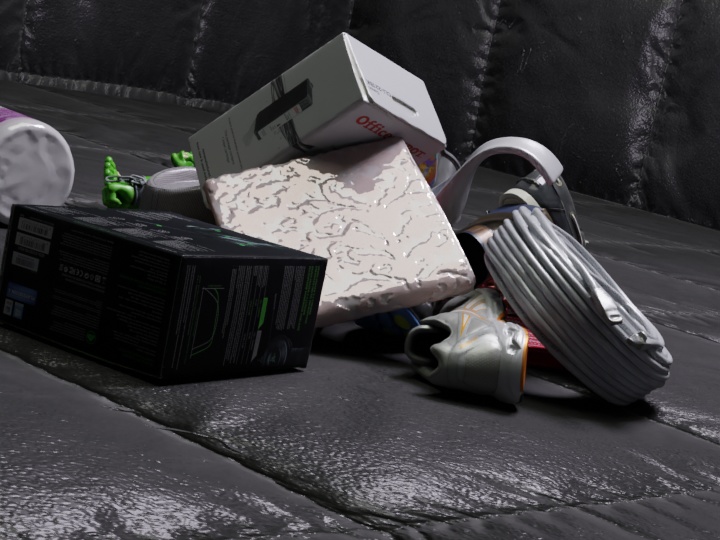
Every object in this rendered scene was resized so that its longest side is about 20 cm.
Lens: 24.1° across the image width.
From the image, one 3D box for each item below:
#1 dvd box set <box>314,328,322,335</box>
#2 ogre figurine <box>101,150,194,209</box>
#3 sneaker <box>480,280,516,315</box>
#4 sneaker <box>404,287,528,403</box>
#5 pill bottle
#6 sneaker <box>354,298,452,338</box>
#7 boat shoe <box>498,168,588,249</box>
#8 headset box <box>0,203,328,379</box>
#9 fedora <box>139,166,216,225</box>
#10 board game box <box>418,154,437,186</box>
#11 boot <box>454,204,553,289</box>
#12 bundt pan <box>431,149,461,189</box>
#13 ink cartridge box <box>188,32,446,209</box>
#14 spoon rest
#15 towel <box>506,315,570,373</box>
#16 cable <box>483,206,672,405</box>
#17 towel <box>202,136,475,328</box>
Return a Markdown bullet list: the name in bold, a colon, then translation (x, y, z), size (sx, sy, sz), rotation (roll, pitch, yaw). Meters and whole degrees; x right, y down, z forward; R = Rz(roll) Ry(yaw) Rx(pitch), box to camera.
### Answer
- **dvd box set**: translation (-0.124, 0.016, 1.529), size (0.198, 0.030, 0.146), rotation (12, 7, 5)
- **ogre figurine**: translation (-0.216, -0.077, 1.843), size (0.119, 0.099, 0.200), rotation (-1, -23, -4)
- **sneaker**: translation (0.162, 0.017, 1.831), size (0.199, 0.078, 0.082), rotation (18, -1, -16)
- **sneaker**: translation (0.078, 0.055, 1.419), size (0.091, 0.076, 0.200), rotation (6, 8, -10)
- **pill bottle**: translation (-0.395, -0.120, 1.788), size (0.112, 0.113, 0.199), rotation (5, 10, -39)
- **sneaker**: translation (0.046, 0.019, 1.573), size (0.070, 0.083, 0.199), rotation (13, 8, 15)
- **boat shoe**: translation (0.215, -0.016, 1.737), size (0.072, 0.201, 0.068), rotation (2, 39, 50)
- **headset box**: translation (-0.147, 0.013, 1.300), size (0.173, 0.094, 0.199), rotation (16, 9, 31)
- **fedora**: translation (-0.151, -0.056, 1.710), size (0.199, 0.091, 0.176), rotation (-3, 11, -42)
- **board game box**: translation (-0.012, -0.096, 1.701), size (0.039, 0.200, 0.158), rotation (22, 26, -45)
- **boot**: translation (0.115, -0.013, 1.705), size (0.096, 0.075, 0.200), rotation (-26, 2, -27)
- **bundt pan**: translation (0.014, -0.067, 1.823), size (0.200, 0.203, 0.076), rotation (11, 43, -4)
- **ink cartridge box**: translation (-0.040, -0.122, 1.606), size (0.199, 0.084, 0.144), rotation (-30, -29, 25)
- **spoon rest**: translation (0.102, -0.082, 1.676), size (0.199, 0.061, 0.099), rotation (-23, 13, 30)
- **towel**: translation (0.171, 0.067, 1.640), size (0.143, 0.023, 0.200), rotation (11, 8, -8)
- **cable**: translation (0.191, 0.032, 1.477), size (0.200, 0.069, 0.200), rotation (53, 12, 34)
- **towel**: translation (-0.023, -0.029, 1.480), size (0.198, 0.032, 0.192), rotation (-13, 48, -13)
